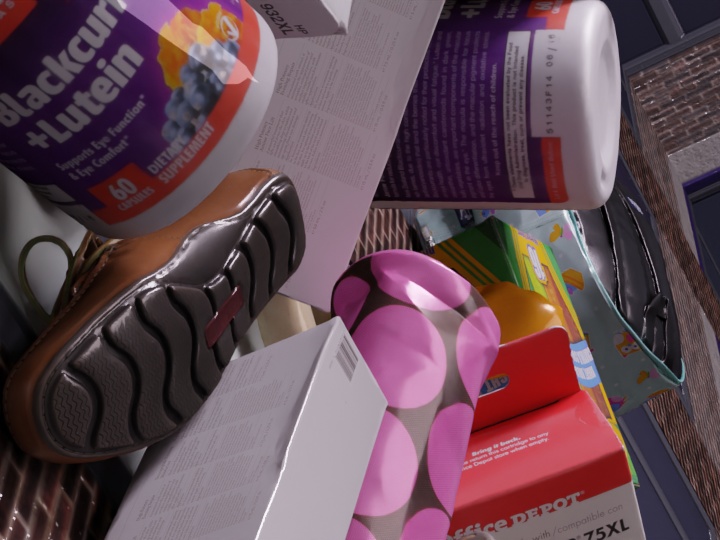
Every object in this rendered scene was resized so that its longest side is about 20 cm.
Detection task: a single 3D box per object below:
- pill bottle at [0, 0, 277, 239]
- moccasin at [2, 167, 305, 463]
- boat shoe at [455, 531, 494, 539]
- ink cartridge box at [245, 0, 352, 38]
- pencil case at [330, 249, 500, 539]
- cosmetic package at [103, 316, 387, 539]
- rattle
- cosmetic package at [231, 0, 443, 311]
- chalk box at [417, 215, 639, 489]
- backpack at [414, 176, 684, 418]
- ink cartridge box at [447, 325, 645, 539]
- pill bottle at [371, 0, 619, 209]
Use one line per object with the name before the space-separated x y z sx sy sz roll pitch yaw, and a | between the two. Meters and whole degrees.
pill bottle | -0.134 -0.108 0.861 0.200 0.111 0.112 39 27 -35
moccasin | -0.092 0.013 0.927 0.202 0.077 0.074 -58 140 -51
boat shoe | 0.050 0.186 1.015 0.072 0.075 0.200 63 16 -13
ink cartridge box | -0.053 -0.218 0.968 0.145 0.083 0.202 46 48 -54
pencil case | 0.000 0.095 0.989 0.091 0.093 0.201 41 52 -30
cosmetic package | -0.050 0.099 0.867 0.051 0.082 0.200 61 24 -22
rattle | 0.000 0.000 1.163 0.201 0.142 0.131 63 32 -34
cosmetic package | -0.023 -0.091 1.073 0.082 0.202 0.051 20 3 -26
chalk box | 0.074 0.091 1.296 0.202 0.123 0.125 69 15 14
backpack | 0.138 0.013 1.593 0.176 0.153 0.201 44 16 -51
ink cartridge box | 0.083 0.142 1.158 0.067 0.115 0.201 -120 -168 -63
pill bottle | 0.035 -0.090 1.237 0.111 0.198 0.113 1 90 -76
